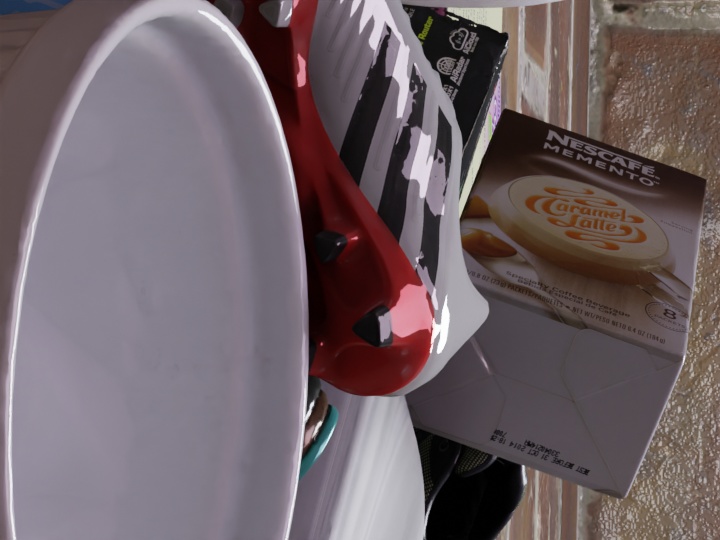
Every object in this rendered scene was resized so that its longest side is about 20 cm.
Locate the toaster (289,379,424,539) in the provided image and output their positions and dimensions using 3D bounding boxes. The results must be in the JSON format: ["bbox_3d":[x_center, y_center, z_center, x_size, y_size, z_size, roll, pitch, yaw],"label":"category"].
[{"bbox_3d":[-0.039,0.118,0.918,0.201,0.113,0.130,82,18,-47],"label":"toaster"}]

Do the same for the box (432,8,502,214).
[{"bbox_3d":[0.017,-0.114,1.212,0.200,0.096,0.177,-26,117,-77],"label":"box"}]

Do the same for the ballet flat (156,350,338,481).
[{"bbox_3d":[-0.083,0.091,0.731,0.200,0.068,0.068,-54,-172,26],"label":"ballet flat"}]

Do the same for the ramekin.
[{"bbox_3d":[-0.094,0.027,0.585,0.200,0.104,0.202,3,90,-72],"label":"ramekin"}]

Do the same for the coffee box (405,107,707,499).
[{"bbox_3d":[0.092,0.009,1.040,0.200,0.114,0.080,-67,176,-63],"label":"coffee box"}]

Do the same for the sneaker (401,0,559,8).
[{"bbox_3d":[-0.006,-0.177,0.818,0.081,0.198,0.148,-114,-150,-77],"label":"sneaker"}]

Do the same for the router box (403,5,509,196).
[{"bbox_3d":[0.000,0.000,0.996,0.201,0.062,0.150,106,6,-52],"label":"router box"}]

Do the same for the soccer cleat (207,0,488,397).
[{"bbox_3d":[-0.009,-0.060,0.693,0.085,0.068,0.201,-18,92,-57],"label":"soccer cleat"}]

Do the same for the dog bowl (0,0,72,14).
[{"bbox_3d":[-0.091,-0.010,0.785,0.112,0.049,0.201,-75,162,-51],"label":"dog bowl"}]

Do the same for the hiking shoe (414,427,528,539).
[{"bbox_3d":[0.044,0.089,1.094,0.076,0.100,0.201,36,50,-41],"label":"hiking shoe"}]
